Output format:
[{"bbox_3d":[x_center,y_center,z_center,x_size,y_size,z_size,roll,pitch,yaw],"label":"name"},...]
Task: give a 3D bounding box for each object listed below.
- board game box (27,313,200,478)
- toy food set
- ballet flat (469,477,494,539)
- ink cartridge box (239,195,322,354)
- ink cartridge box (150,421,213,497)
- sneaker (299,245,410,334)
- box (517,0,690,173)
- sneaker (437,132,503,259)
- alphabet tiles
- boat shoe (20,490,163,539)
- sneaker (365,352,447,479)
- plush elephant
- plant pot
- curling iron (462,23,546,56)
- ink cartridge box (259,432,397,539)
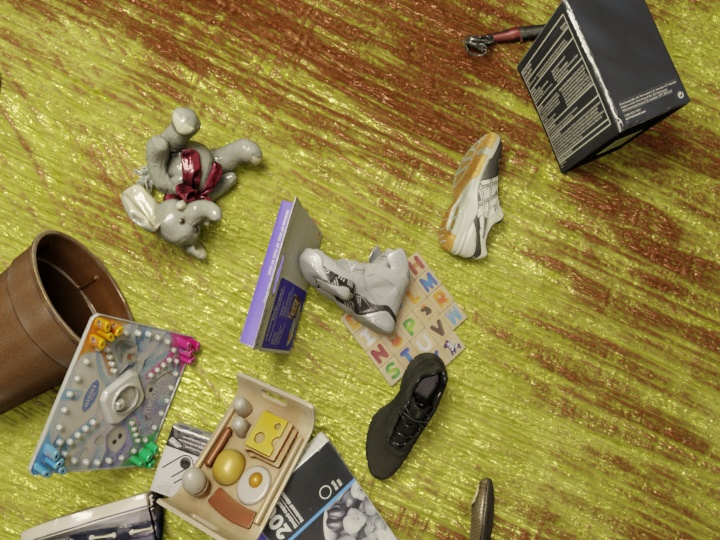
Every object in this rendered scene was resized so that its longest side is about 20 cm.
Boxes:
[{"bbox_3d":[-0.317,0.175,0.754,0.025,0.200,0.205,17,83,25],"label":"board game box"},{"bbox_3d":[-0.163,0.248,0.750,0.140,0.061,0.203,15,58,25],"label":"toy food set"},{"bbox_3d":[0.167,0.412,0.831,0.045,0.067,0.206,6,85,29],"label":"ballet flat"},{"bbox_3d":[-0.112,0.012,0.782,0.042,0.200,0.204,14,82,7],"label":"ink cartridge box"},{"bbox_3d":[-0.197,0.304,0.821,0.195,0.044,0.096,19,83,-2],"label":"ink cartridge box"},{"bbox_3d":[0.000,0.000,0.822,0.199,0.074,0.117,40,71,-33],"label":"sneaker"},{"bbox_3d":[0.356,-0.287,0.846,0.121,0.200,0.203,-22,85,-5],"label":"box"},{"bbox_3d":[0.193,-0.115,0.890,0.086,0.075,0.205,22,86,-16],"label":"sneaker"},{"bbox_3d":[0.070,0.075,0.884,0.165,0.006,0.201,-38,87,-6],"label":"alphabet tiles"},{"bbox_3d":[-0.373,0.384,0.785,0.194,0.075,0.095,-14,77,-6],"label":"boat shoe"},{"bbox_3d":[0.067,0.217,0.823,0.075,0.091,0.204,26,88,-4],"label":"sneaker"},{"bbox_3d":[-0.253,-0.109,0.812,0.196,0.164,0.159,-21,69,23],"label":"plush elephant"},{"bbox_3d":[-0.454,0.083,0.765,0.195,0.200,0.204,-30,86,1],"label":"plant pot"},{"bbox_3d":[0.265,-0.392,0.937,0.194,0.026,0.050,-13,48,-9],"label":"curling iron"},{"bbox_3d":[-0.072,0.375,0.785,0.198,0.043,0.200,-37,101,-14],"label":"ink cartridge box"}]
